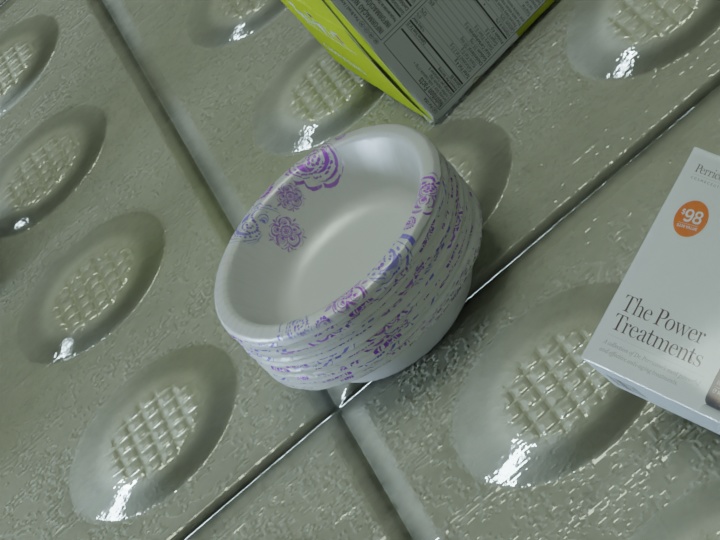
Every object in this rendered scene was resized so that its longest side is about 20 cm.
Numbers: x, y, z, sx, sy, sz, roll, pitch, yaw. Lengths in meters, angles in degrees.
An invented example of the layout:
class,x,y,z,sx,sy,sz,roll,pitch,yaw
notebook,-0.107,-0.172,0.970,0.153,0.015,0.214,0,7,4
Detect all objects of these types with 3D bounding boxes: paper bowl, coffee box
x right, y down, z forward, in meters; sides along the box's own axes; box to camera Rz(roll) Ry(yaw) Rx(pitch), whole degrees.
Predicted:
class,x,y,z,sx,sy,sz,roll,pitch,yaw
paper bowl,0.000,0.000,1.577,0.200,0.104,0.201,-27,37,23
coffee box,0.027,-0.277,1.769,0.198,0.200,0.200,-46,33,-4

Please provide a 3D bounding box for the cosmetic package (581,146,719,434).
class,x,y,z,sx,sy,sz,roll,pitch,yaw
cosmetic package,0.247,0.028,1.276,0.200,0.052,0.151,25,82,42
